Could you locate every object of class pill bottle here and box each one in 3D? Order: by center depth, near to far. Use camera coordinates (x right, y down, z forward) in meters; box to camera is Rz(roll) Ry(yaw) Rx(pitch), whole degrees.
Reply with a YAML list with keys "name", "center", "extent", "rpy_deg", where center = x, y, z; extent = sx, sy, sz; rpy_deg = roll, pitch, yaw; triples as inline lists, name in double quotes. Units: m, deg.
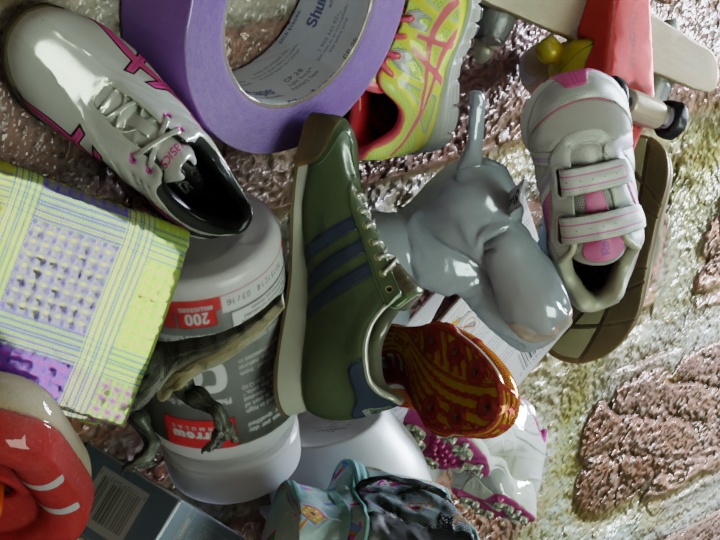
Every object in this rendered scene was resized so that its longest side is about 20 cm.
- name: "pill bottle"
  center: [-0.099, 0.054, 1.553]
  extent: [0.114, 0.114, 0.201]
  rpy_deg: [-35, 135, -31]

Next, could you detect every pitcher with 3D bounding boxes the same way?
- name: "pitcher"
  center: [-0.021, 0.206, 1.741]
  extent: [0.121, 0.171, 0.201]
  rpy_deg: [-66, 144, -64]

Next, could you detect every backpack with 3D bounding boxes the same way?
- name: "backpack"
  center: [-0.001, 0.220, 1.564]
  extent: [0.200, 0.153, 0.176]
  rpy_deg: [-76, 179, -80]

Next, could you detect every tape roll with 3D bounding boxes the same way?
- name: "tape roll"
  center: [-0.059, -0.180, 1.495]
  extent: [0.200, 0.066, 0.201]
  rpy_deg: [-27, 130, -36]

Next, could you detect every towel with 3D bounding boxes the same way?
- name: "towel"
  center: [-0.213, 0.009, 1.403]
  extent: [0.199, 0.023, 0.144]
  rpy_deg: [18, 97, -26]

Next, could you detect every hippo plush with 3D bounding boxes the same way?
- name: "hippo plush"
  center: [0.050, 0.003, 1.642]
  extent: [0.160, 0.160, 0.200]
  rpy_deg: [-25, 163, -3]

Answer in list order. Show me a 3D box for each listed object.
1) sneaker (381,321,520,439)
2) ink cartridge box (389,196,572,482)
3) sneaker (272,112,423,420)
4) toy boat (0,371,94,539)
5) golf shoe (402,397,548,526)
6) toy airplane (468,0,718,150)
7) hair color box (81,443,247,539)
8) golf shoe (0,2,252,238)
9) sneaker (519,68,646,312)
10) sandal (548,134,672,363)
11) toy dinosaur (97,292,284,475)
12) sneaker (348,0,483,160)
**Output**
- name: "sneaker"
  center: [0.059, 0.068, 1.534]
  extent: [0.077, 0.200, 0.073]
  rpy_deg: [11, 95, -27]
- name: "ink cartridge box"
  center: [0.074, 0.053, 1.810]
  extent: [0.200, 0.045, 0.176]
  rpy_deg: [-48, 141, -19]
- name: "sneaker"
  center: [0.000, 0.000, 1.507]
  extent: [0.067, 0.090, 0.201]
  rpy_deg: [7, 89, -74]
- name: "toy boat"
  center: [-0.237, 0.144, 1.391]
  extent: [0.200, 0.130, 0.131]
  rpy_deg: [76, 21, -67]
- name: "golf shoe"
  center: [0.092, 0.126, 1.798]
  extent: [0.092, 0.075, 0.200]
  rpy_deg: [-67, 149, -19]
- name: "toy airplane"
  center: [0.172, -0.178, 1.730]
  extent: [0.199, 0.141, 0.200]
  rpy_deg: [-42, 103, -40]
- name: "hair color box"
  center: [-0.122, 0.199, 1.627]
  extent: [0.061, 0.099, 0.200]
  rpy_deg: [-58, 143, -7]
- name: "golf shoe"
  center: [-0.138, -0.093, 1.419]
  extent: [0.200, 0.092, 0.073]
  rpy_deg: [44, 76, -37]
- name: "sneaker"
  center: [0.164, -0.052, 1.623]
  extent: [0.081, 0.088, 0.200]
  rpy_deg: [-15, 131, -2]
- name: "sandal"
  center: [0.212, -0.015, 1.918]
  extent: [0.054, 0.080, 0.201]
  rpy_deg: [0, 110, -72]
- name: "toy dinosaur"
  center: [-0.124, 0.077, 1.464]
  extent: [0.047, 0.199, 0.088]
  rpy_deg: [-20, 96, -59]
- name: "sneaker"
  center: [0.027, -0.159, 1.599]
  extent: [0.090, 0.078, 0.201]
  rpy_deg: [-24, 129, -36]
